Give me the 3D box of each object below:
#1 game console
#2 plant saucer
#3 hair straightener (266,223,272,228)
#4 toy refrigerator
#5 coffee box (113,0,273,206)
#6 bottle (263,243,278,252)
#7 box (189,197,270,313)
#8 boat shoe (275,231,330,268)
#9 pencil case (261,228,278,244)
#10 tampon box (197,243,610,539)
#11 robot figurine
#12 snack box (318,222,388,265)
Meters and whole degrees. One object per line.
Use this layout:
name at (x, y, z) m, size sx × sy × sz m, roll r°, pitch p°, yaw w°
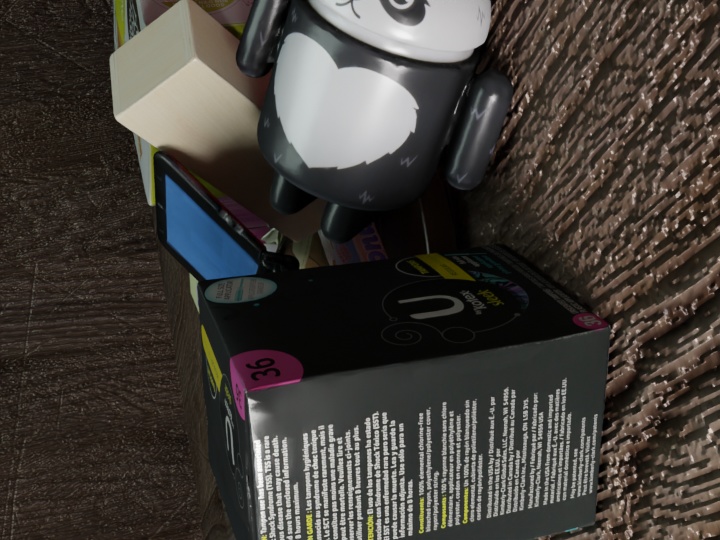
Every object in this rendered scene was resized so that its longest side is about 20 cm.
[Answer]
game console at (-0.117, 0.037, 0.765) m, size 0.200 × 0.118 × 0.174 m, roll 119°, pitch 164°, yaw -71°
plant saucer at (0.032, -0.016, 0.799) m, size 0.200 × 0.034 × 0.202 m, roll 173°, pitch 90°, yaw -73°
hair straightener at (-0.113, -0.150, 1.222) m, size 0.077 × 0.041 × 0.202 m, roll -173°, pitch 77°, yaw -74°
toy refrigerator at (-0.084, -0.105, 0.754) m, size 0.200 × 0.076 × 0.070 m, roll 34°, pitch -146°, yaw -47°
coffee box at (-0.097, -0.199, 0.863) m, size 0.200 × 0.198 × 0.199 m, roll 105°, pitch 152°, yaw -54°
bottle at (-0.085, 0.071, 0.924) m, size 0.065 × 0.083 × 0.201 m, roll 39°, pitch -138°, yaw -44°
box at (-0.170, -0.012, 1.383) m, size 0.200 × 0.096 × 0.177 m, roll -128°, pitch 34°, yaw -59°
boat shoe at (-0.034, -0.038, 0.951) m, size 0.201 × 0.076 × 0.072 m, roll -82°, pitch 15°, yaw -47°
pencil case at (-0.050, 0.056, 1.011) m, size 0.078 × 0.089 × 0.201 m, roll -37°, pitch 53°, yaw 29°
tampon box at (0.017, 0.075, 0.593) m, size 0.150 × 0.198 × 0.127 m, roll -134°, pitch 39°, yaw -63°
robot figurine at (0.004, -0.118, 0.649) m, size 0.125 × 0.149 × 0.201 m, roll -109°, pitch 33°, yaw -51°
snack box at (0.000, 0.000, 0.814) m, size 0.072 × 0.024 × 0.201 m, roll 103°, pitch 155°, yaw -45°
